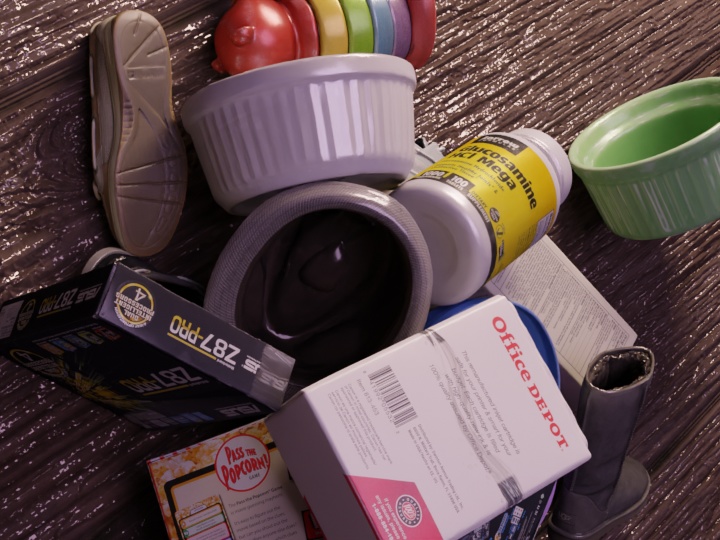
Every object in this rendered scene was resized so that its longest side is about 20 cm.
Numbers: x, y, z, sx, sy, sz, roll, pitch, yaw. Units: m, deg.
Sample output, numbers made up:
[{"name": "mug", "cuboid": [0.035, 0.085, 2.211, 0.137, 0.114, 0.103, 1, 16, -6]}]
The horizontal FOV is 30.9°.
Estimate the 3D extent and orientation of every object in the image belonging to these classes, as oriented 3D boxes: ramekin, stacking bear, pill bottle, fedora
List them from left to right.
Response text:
[{"name": "ramekin", "cuboid": [-0.044, -0.109, 1.102, 0.202, 0.202, 0.095, -8, 84, -38]}, {"name": "stacking bear", "cuboid": [-0.041, -0.221, 1.192, 0.199, 0.121, 0.114, -16, 85, -29]}, {"name": "fedora", "cuboid": [-0.035, 0.015, 1.073, 0.176, 0.090, 0.201, 25, 103, -11]}, {"name": "pill bottle", "cuboid": [0.109, -0.057, 1.171, 0.200, 0.112, 0.113, -35, 104, -47]}, {"name": "ramekin", "cuboid": [0.333, -0.118, 1.403, 0.200, 0.199, 0.098, -42, 115, -34]}]

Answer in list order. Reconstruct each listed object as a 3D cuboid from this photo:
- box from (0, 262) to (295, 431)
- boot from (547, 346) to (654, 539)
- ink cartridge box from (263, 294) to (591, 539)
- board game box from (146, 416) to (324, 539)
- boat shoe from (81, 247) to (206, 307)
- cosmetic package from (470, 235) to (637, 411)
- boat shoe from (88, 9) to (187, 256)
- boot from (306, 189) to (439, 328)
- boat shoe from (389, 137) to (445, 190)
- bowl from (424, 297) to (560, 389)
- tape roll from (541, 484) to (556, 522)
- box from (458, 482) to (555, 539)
[{"name": "box", "cuboid": [-0.170, 0.062, 0.980, 0.161, 0.200, 0.049, 31, 63, -30]}, {"name": "boot", "cuboid": [0.254, 0.163, 1.302, 0.182, 0.072, 0.201, -30, 130, -52]}, {"name": "ink cartridge box", "cuboid": [0.053, 0.126, 0.982, 0.199, 0.084, 0.145, -23, 81, -32]}, {"name": "board game box", "cuboid": [-0.064, 0.218, 1.006, 0.151, 0.046, 0.201, -20, 73, 4]}, {"name": "boat shoe", "cuboid": [-0.139, 0.048, 1.081, 0.200, 0.067, 0.072, 34, 76, -40]}, {"name": "cosmetic package", "cuboid": [0.184, 0.044, 1.334, 0.200, 0.073, 0.104, 46, 59, -22]}, {"name": "boat shoe", "cuboid": [-0.194, -0.112, 1.089, 0.073, 0.063, 0.202, -9, 94, -42]}, {"name": "boot", "cuboid": [0.000, 0.000, 1.199, 0.199, 0.072, 0.155, 6, 62, -13]}, {"name": "boat shoe", "cuboid": [0.054, -0.097, 1.260, 0.200, 0.070, 0.072, 26, 69, -30]}, {"name": "bowl", "cuboid": [0.094, 0.120, 1.158, 0.200, 0.039, 0.202, -11, 108, -36]}, {"name": "tape roll", "cuboid": [0.098, 0.174, 1.253, 0.199, 0.065, 0.201, 8, 77, -36]}, {"name": "box", "cuboid": [0.085, 0.208, 1.112, 0.159, 0.046, 0.201, 30, 79, -39]}]
